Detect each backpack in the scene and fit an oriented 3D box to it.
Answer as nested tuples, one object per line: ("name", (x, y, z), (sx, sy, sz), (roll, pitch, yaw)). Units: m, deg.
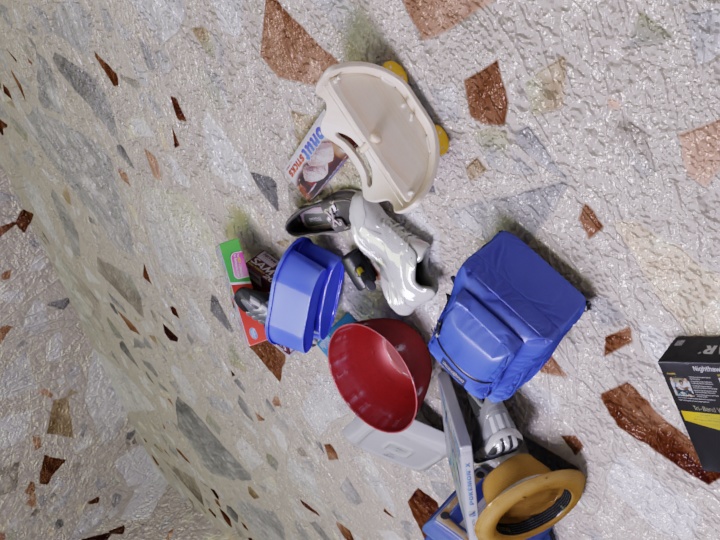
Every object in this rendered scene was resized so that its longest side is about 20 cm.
("backpack", (0.171, 0.077, 1.002), (0.163, 0.166, 0.202), (48, 153, 19))

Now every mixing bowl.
("mixing bowl", (0.050, 0.161, 1.285), (0.198, 0.107, 0.205), (25, 128, 35))

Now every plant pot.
("plant pot", (0.220, 0.482, 1.319), (0.198, 0.198, 0.183), (28, 136, 35))

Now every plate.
("plate", (0.074, 0.326, 1.424), (0.195, 0.033, 0.201), (23, 149, -7))

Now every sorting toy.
("sorting toy", (0.013, -0.172, 1.026), (0.202, 0.106, 0.179), (55, 153, -5))

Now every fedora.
("fedora", (0.251, 0.343, 1.169), (0.204, 0.196, 0.083), (88, 160, -45))

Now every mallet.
("mallet", (0.000, 0.000, 1.195), (0.067, 0.041, 0.200), (58, 179, -2))

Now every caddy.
("caddy", (-0.107, 0.044, 1.330), (0.103, 0.141, 0.205), (21, 114, 19))

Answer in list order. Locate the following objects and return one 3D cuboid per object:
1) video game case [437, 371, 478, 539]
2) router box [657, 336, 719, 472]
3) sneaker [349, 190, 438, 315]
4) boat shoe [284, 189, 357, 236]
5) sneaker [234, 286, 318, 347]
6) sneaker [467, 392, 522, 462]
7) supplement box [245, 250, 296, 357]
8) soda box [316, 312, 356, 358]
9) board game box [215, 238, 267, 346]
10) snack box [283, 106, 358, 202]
("video game case", (0.159, 0.298, 1.235), (0.201, 0.021, 0.187), (-101, 2, -65))
("router box", (0.443, 0.151, 0.813), (0.198, 0.052, 0.160), (-6, 116, 56))
("sneaker", (0.059, -0.039, 1.138), (0.098, 0.078, 0.203), (-24, 100, 39))
("boat shoe", (-0.059, -0.085, 1.248), (0.198, 0.057, 0.068), (-7, 117, 56))
("sneaker", (-0.145, 0.054, 1.439), (0.199, 0.118, 0.074), (37, 156, -33))
("sneaker", (0.207, 0.237, 1.210), (0.201, 0.073, 0.118), (96, 159, -70))
("supplement box", (-0.172, 0.071, 1.557), (0.108, 0.060, 0.203), (31, 142, 34))
("soda box", (0.011, 0.184, 1.417), (0.201, 0.067, 0.064), (49, 149, 6))
("board game box", (-0.240, 0.042, 1.511), (0.153, 0.039, 0.205), (179, 74, -76))
("snack box", (-0.063, -0.180, 1.189), (0.072, 0.024, 0.200), (51, 149, 1))
